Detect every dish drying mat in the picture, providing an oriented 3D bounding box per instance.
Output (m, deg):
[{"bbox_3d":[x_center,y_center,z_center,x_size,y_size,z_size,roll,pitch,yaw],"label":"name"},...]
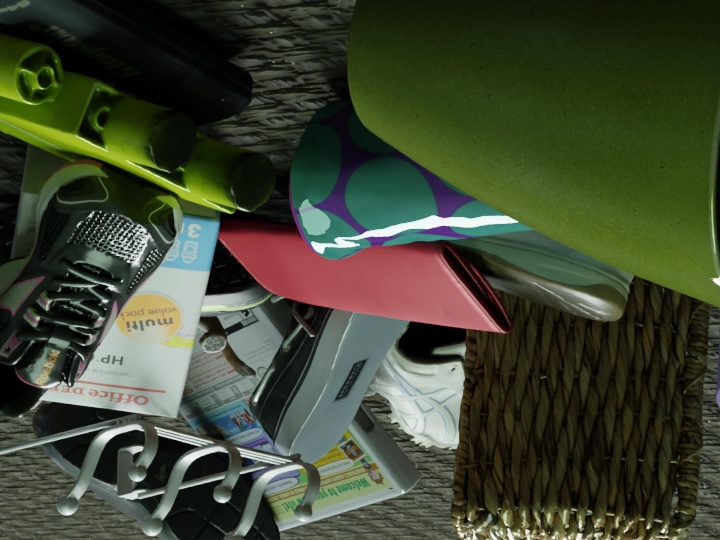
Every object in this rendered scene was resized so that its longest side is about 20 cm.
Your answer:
[{"bbox_3d":[0.000,0.000,1.498,0.200,0.018,0.077,6,144,48],"label":"dish drying mat"}]

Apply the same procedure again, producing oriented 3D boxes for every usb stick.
[{"bbox_3d":[-0.132,-0.121,1.311,0.055,0.033,0.200,-3,160,39],"label":"usb stick"}]

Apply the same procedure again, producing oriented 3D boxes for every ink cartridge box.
[{"bbox_3d":[-0.153,0.018,1.534,0.115,0.068,0.200,8,130,-8],"label":"ink cartridge box"}]

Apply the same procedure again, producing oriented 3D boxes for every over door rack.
[{"bbox_3d":[-0.143,0.132,1.628,0.147,0.067,0.200,19,167,-41],"label":"over door rack"}]

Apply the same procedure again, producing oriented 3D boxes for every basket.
[{"bbox_3d":[0.141,0.083,1.575,0.148,0.201,0.143,1,160,10],"label":"basket"}]

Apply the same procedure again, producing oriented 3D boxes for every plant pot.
[{"bbox_3d":[0.102,-0.091,1.155,0.199,0.188,0.187,13,167,27],"label":"plant pot"}]

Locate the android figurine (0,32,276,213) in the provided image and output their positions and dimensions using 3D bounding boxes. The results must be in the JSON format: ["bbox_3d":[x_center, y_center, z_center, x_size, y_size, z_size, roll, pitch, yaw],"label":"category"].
[{"bbox_3d":[-0.139,-0.078,1.349,0.200,0.041,0.182,20,176,45],"label":"android figurine"}]

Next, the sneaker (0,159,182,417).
[{"bbox_3d":[-0.157,0.020,1.404,0.080,0.087,0.200,19,144,-14],"label":"sneaker"}]

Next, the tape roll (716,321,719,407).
[{"bbox_3d":[0.321,0.045,1.597,0.199,0.085,0.200,4,161,2],"label":"tape roll"}]

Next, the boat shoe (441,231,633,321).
[{"bbox_3d":[0.069,-0.032,1.465,0.199,0.067,0.074,21,167,22],"label":"boat shoe"}]

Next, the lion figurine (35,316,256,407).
[{"bbox_3d":[-0.173,0.033,1.691,0.199,0.123,0.073,5,120,-16],"label":"lion figurine"}]

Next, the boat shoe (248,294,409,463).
[{"bbox_3d":[-0.015,0.030,1.616,0.073,0.068,0.200,-19,145,-42],"label":"boat shoe"}]

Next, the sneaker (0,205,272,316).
[{"bbox_3d":[-0.143,0.005,1.631,0.199,0.072,0.083,6,164,1],"label":"sneaker"}]

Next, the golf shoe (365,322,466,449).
[{"bbox_3d":[0.054,0.067,1.760,0.097,0.079,0.200,-18,152,38],"label":"golf shoe"}]

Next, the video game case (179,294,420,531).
[{"bbox_3d":[-0.064,0.091,1.764,0.182,0.022,0.200,53,150,-7],"label":"video game case"}]

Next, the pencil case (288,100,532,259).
[{"bbox_3d":[0.066,-0.056,1.369,0.199,0.085,0.092,-5,160,26],"label":"pencil case"}]

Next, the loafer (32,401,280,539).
[{"bbox_3d":[-0.143,0.148,1.822,0.200,0.073,0.072,40,163,-18],"label":"loafer"}]
